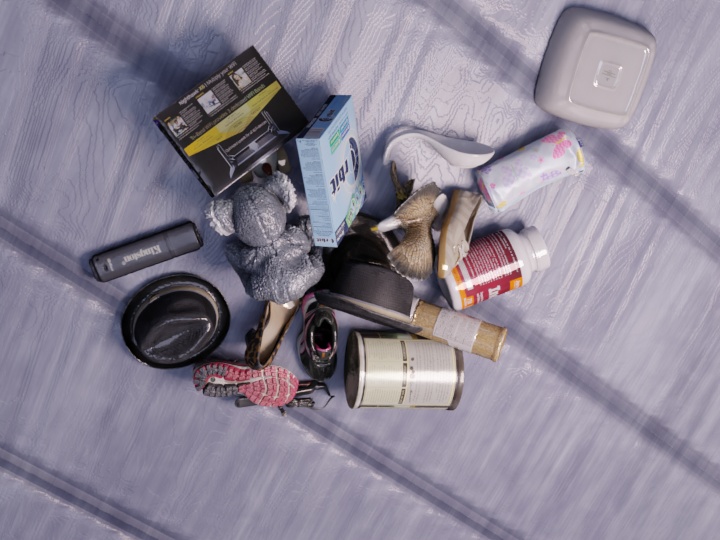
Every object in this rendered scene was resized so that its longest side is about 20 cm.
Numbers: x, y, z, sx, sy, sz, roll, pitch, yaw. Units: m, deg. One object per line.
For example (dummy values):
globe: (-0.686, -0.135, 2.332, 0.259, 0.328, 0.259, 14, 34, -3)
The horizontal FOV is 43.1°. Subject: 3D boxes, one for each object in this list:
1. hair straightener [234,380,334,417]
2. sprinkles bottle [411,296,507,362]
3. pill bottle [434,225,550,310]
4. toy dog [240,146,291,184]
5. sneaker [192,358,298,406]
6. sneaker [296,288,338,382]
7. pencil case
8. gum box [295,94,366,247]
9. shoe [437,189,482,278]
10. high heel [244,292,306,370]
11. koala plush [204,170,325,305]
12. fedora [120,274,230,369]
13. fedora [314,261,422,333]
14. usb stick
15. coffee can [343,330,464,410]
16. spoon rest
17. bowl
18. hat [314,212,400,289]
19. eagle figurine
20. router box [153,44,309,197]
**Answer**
hair straightener: (-0.143, 0.249, 1.740, 0.199, 0.077, 0.041, 3, 143, -19)
sprinkles bottle: (0.166, 0.106, 1.673, 0.199, 0.068, 0.069, 18, 107, 12)
pill bottle: (0.246, -0.009, 1.700, 0.199, 0.113, 0.113, -21, 113, -3)
toy dog: (-0.181, -0.232, 1.538, 0.132, 0.096, 0.200, -38, 114, -3)
sneaker: (-0.211, 0.197, 1.689, 0.199, 0.075, 0.081, 13, 98, -17)
sneaker: (-0.077, 0.137, 1.687, 0.080, 0.087, 0.201, -9, 127, -6)
pencil case: (0.311, -0.182, 1.666, 0.199, 0.083, 0.091, -26, 91, -1)
gum box: (-0.045, -0.169, 1.535, 0.044, 0.170, 0.201, 4, 124, 18)
shoe: (0.176, -0.069, 1.627, 0.053, 0.201, 0.070, 9, 143, 13)
high heel: (-0.141, 0.085, 1.639, 0.071, 0.143, 0.200, 32, 101, -20)
koala plush: (-0.157, -0.063, 1.540, 0.176, 0.184, 0.201, -20, 123, -1)
fedora: (-0.330, 0.107, 1.634, 0.199, 0.092, 0.202, -4, 111, -10)
fedora: (0.024, 0.040, 1.570, 0.200, 0.200, 0.092, 19, 86, -17)
usb stick: (-0.377, -0.032, 1.608, 0.199, 0.033, 0.056, -20, 113, -4)
coffee can: (0.080, 0.189, 1.720, 0.199, 0.146, 0.147, 3, 109, -12)
spoon rest: (0.139, -0.218, 1.619, 0.199, 0.099, 0.061, 0, 113, 0)
bowl: (0.432, -0.355, 1.635, 0.199, 0.075, 0.201, 11, 108, -17)
hat: (0.000, 0.000, 1.670, 0.199, 0.081, 0.202, -3, 111, -9)
eagle figurine: (0.091, -0.085, 1.594, 0.151, 0.200, 0.152, -45, 112, 6)
router box: (-0.207, -0.239, 1.470, 0.200, 0.052, 0.158, -38, 101, -12)
